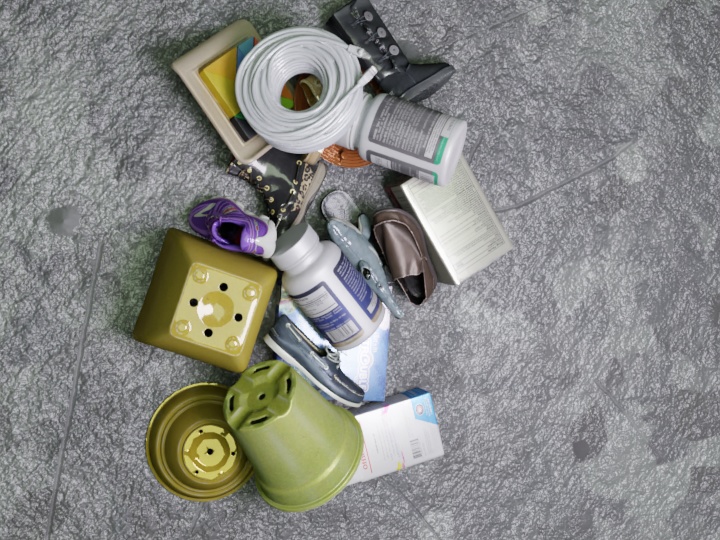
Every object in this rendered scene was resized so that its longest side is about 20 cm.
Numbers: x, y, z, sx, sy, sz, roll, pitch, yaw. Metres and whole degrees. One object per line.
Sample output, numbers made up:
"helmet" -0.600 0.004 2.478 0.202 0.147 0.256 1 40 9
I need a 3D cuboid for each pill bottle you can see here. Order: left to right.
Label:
"pill bottle" -0.057 0.023 1.606 0.111 0.111 0.201 -42 113 -9
"pill bottle" 0.063 -0.219 1.613 0.198 0.113 0.114 21 87 11

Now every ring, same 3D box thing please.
"ring" -0.020 -0.275 1.692 0.198 0.019 0.203 2 85 -27

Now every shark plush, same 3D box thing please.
"shark plush" 0.000 0.000 1.656 0.090 0.083 0.202 -23 97 2

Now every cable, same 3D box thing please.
"cable" -0.094 -0.285 1.560 0.199 0.069 0.201 33 84 14

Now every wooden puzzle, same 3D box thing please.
"wooden puzzle" -0.186 -0.296 1.620 0.201 0.037 0.185 52 51 -9

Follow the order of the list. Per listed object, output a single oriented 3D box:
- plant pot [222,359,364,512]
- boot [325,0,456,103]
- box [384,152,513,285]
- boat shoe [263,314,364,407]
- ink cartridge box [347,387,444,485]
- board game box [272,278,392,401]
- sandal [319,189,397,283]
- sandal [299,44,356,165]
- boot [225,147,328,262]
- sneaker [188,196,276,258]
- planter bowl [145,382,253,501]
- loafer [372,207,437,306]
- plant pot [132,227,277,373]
"plant pot" -0.120 0.247 1.578 0.200 0.200 0.185 -40 131 -10
"boot" 0.055 -0.382 1.706 0.200 0.066 0.164 50 47 6
"box" 0.151 -0.092 1.720 0.127 0.109 0.201 -32 100 -12
"boat shoe" -0.067 0.149 1.649 0.199 0.075 0.062 38 96 -4
"ink cartridge box" 0.034 0.289 1.726 0.198 0.068 0.116 -15 96 -14
"board game box" -0.050 0.120 1.710 0.197 0.043 0.203 3 92 -15
"sandal" 0.006 -0.051 1.714 0.075 0.048 0.201 -45 103 -7
"sandal" -0.070 -0.283 1.617 0.069 0.078 0.214 21 83 -19
"boot" -0.157 -0.131 1.650 0.150 0.073 0.201 33 74 -13
"sneaker" -0.217 -0.074 1.584 0.083 0.199 0.082 3 100 -44
"planter bowl" -0.252 0.291 1.643 0.198 0.083 0.203 0 92 -15
"loafer" 0.079 -0.020 1.668 0.072 0.071 0.201 -16 127 23
"plant pot" -0.237 0.054 1.578 0.192 0.200 0.198 19 87 -14
